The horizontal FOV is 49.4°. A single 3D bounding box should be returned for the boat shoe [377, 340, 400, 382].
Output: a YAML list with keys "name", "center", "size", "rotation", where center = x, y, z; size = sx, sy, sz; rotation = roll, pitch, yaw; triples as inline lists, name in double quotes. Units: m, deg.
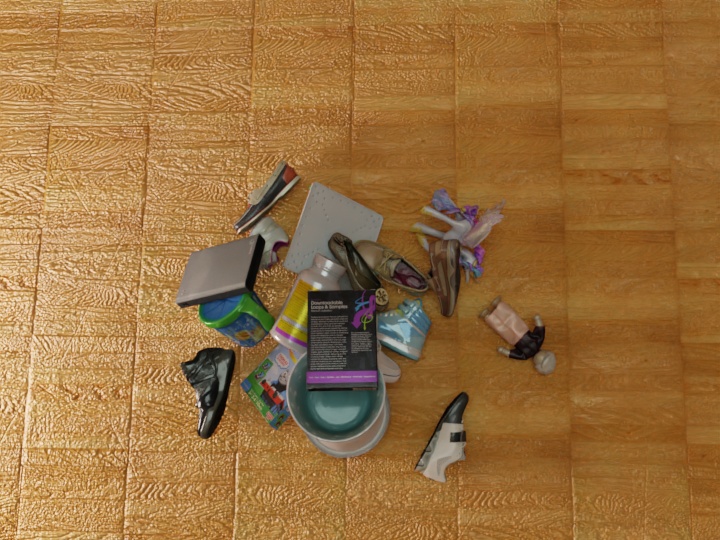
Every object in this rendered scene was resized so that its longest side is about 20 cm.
- name: "boat shoe"
  center: [0.012, 0.174, 1.685]
  size: [0.198, 0.074, 0.066]
  rotation: [28, 113, -19]

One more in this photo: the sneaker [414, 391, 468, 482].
- name: "sneaker"
  center: [0.200, 0.363, 1.693]
  size: [0.088, 0.074, 0.202]
  rotation: [27, 92, 8]

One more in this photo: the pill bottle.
- name: "pill bottle"
  center: [-0.105, 0.070, 1.665]
  size: [0.103, 0.104, 0.202]
  rotation: [27, 92, 8]

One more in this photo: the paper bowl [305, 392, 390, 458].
- name: "paper bowl"
  center: [-0.033, 0.303, 1.699]
  size: [0.197, 0.104, 0.204]
  rotation: [-1, 79, 4]

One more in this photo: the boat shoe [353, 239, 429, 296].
- name: "boat shoe"
  center: [0.071, -0.011, 1.747]
  size: [0.198, 0.066, 0.075]
  rotation: [27, 82, -5]

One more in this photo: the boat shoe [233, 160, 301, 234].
- name: "boat shoe"
  center: [-0.225, -0.167, 1.805]
  size: [0.063, 0.071, 0.200]
  rotation: [44, 81, -2]

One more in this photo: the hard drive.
- name: "hard drive"
  center: [-0.305, 0.002, 1.709]
  size: [0.197, 0.033, 0.141]
  rotation: [-13, 49, 28]

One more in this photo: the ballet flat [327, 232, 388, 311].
- name: "ballet flat"
  center: [0.000, 0.000, 1.703]
  size: [0.067, 0.046, 0.201]
  rotation: [-28, 81, -44]

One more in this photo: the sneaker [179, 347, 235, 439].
- name: "sneaker"
  center: [-0.352, 0.267, 1.739]
  size: [0.112, 0.076, 0.203]
  rotation: [8, 78, 7]

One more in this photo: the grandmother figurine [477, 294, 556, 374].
- name: "grandmother figurine"
  center: [0.358, 0.146, 1.730]
  size: [0.200, 0.060, 0.121]
  rotation: [47, 113, 7]

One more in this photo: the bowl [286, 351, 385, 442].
- name: "bowl"
  center: [-0.048, 0.255, 1.597]
  size: [0.197, 0.105, 0.204]
  rotation: [0, 71, 0]

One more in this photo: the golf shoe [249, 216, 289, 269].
- name: "golf shoe"
  center: [-0.241, -0.025, 1.784]
  size: [0.091, 0.075, 0.201]
  rotation: [36, 85, 5]

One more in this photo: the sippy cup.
- name: "sippy cup"
  center: [-0.266, 0.097, 1.723]
  size: [0.139, 0.131, 0.178]
  rotation: [-36, 39, 4]

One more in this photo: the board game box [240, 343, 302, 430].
- name: "board game box"
  center: [-0.155, 0.226, 1.713]
  size: [0.200, 0.037, 0.151]
  rotation: [-45, 43, -5]

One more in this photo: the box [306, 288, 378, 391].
- name: "box"
  center: [-0.036, 0.138, 1.565]
  size: [0.140, 0.036, 0.203]
  rotation: [-1, 72, 0]

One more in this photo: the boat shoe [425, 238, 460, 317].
- name: "boat shoe"
  center: [0.180, 0.014, 1.712]
  size: [0.071, 0.202, 0.076]
  rotation: [6, 36, 14]

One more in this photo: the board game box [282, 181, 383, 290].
- name: "board game box"
  center: [-0.061, -0.066, 1.749]
  size: [0.198, 0.026, 0.203]
  rotation: [24, 80, -29]

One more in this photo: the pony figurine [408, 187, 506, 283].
- name: "pony figurine"
  center: [0.227, -0.091, 1.744]
  size: [0.199, 0.167, 0.194]
  rotation: [37, 116, 5]

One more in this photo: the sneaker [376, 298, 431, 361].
- name: "sneaker"
  center: [0.067, 0.102, 1.742]
  size: [0.198, 0.080, 0.132]
  rotation: [28, 84, -2]
